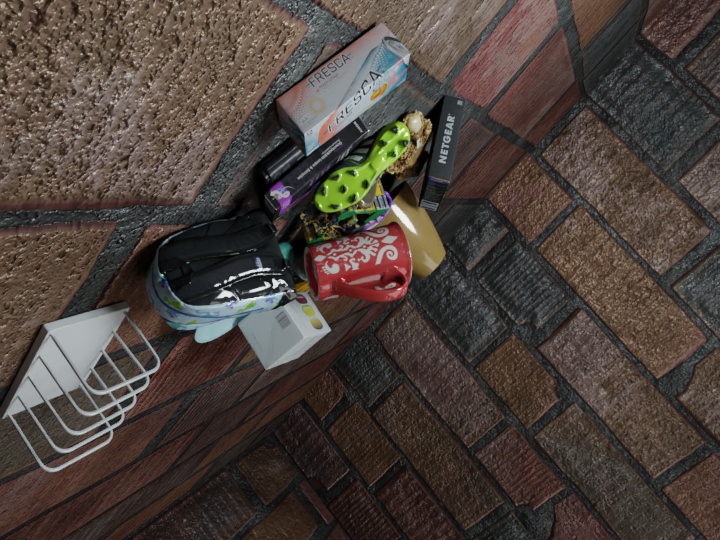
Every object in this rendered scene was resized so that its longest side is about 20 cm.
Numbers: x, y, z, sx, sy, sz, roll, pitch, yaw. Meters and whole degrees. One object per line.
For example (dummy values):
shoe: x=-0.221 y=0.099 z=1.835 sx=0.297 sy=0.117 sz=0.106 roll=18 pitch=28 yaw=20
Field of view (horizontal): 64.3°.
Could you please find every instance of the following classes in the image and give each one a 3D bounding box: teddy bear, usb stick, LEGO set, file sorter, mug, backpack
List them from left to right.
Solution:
file sorter: x=-0.408 y=0.172 z=0.849 sx=0.201 sy=0.125 sz=0.138 roll=-49 pitch=167 yaw=26
backpack: x=-0.220 y=0.007 z=0.862 sx=0.152 sy=0.167 sz=0.198 roll=-32 pitch=170 yaw=36
usb stick: x=-0.077 y=-0.205 z=0.895 sx=0.199 sy=0.033 sz=0.055 roll=-42 pitch=177 yaw=-12
LEGO set: x=-0.042 y=-0.141 z=1.128 sx=0.150 sy=0.119 sz=0.199 roll=-14 pitch=168 yaw=-28
mug: x=-0.002 y=-0.012 z=1.141 sx=0.193 sy=0.138 sz=0.177 roll=-11 pitch=-170 yaw=-17
teddy bear: x=0.098 y=-0.267 z=1.229 sx=0.148 sy=0.066 sz=0.199 roll=-64 pitch=164 yaw=11

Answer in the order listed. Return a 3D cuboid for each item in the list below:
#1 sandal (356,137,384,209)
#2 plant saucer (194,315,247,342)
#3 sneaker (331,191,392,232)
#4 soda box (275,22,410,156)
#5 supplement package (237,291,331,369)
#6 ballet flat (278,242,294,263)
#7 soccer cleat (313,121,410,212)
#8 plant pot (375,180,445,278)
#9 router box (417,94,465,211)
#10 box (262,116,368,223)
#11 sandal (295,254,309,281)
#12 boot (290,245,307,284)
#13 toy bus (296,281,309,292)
sandal: x=0.020 y=-0.194 z=1.052 sx=0.054 sy=0.080 sz=0.203 roll=-35 pitch=-159 yaw=41
plant saucer: x=-0.244 y=0.054 z=1.092 sx=0.200 sy=0.039 sz=0.201 roll=-43 pitch=169 yaw=-10
sneaker: x=0.007 y=-0.118 z=1.272 sx=0.087 sy=0.082 sz=0.201 roll=-6 pitch=-147 yaw=43
soda box: x=-0.024 y=-0.254 z=0.806 sx=0.199 sy=0.069 sz=0.064 roll=-40 pitch=169 yaw=-12
supplement package: x=-0.158 y=0.123 z=1.239 sx=0.109 sy=0.115 sz=0.200 roll=-37 pitch=172 yaw=9
ballet flat: x=-0.190 y=0.015 z=1.204 sx=0.201 sy=0.067 sz=0.070 roll=-52 pitch=172 yaw=38
soccer cleat: x=0.001 y=-0.171 z=0.956 sx=0.199 sy=0.068 sz=0.081 roll=-41 pitch=-160 yaw=-1
plant pot: x=0.117 y=-0.086 z=1.446 sx=0.186 sy=0.200 sz=0.187 roll=-45 pitch=-170 yaw=11
router box: x=0.183 y=-0.261 z=1.296 sx=0.158 sy=0.050 sz=0.207 roll=97 pitch=6 yaw=-73
box: x=-0.078 y=-0.162 z=0.949 sx=0.199 sy=0.036 sz=0.143 roll=-44 pitch=-176 yaw=-11
sandal: x=-0.060 y=-0.008 z=1.260 sx=0.199 sy=0.083 sz=0.050 roll=-19 pitch=151 yaw=-39
boot: x=-0.100 y=-0.052 z=1.292 sx=0.196 sy=0.065 sz=0.170 roll=-8 pitch=121 yaw=-47
toy bus: x=-0.165 y=0.033 z=1.355 sx=0.198 sy=0.065 sz=0.079 roll=-35 pitch=168 yaw=-40
